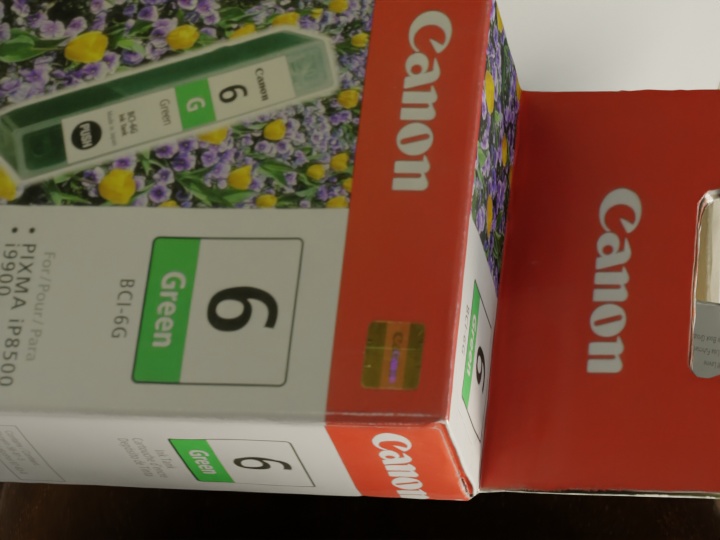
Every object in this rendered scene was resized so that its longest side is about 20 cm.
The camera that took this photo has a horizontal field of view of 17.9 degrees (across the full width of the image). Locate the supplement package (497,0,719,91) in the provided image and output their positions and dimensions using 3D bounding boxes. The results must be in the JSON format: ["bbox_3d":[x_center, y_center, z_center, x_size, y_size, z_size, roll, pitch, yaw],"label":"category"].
[{"bbox_3d":[0.031,-0.078,0.674,0.200,0.117,0.117,95,-28,-59],"label":"supplement package"}]

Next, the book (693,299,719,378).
[{"bbox_3d":[0.083,0.108,0.657,0.133,0.048,0.201,-170,-93,-65],"label":"book"}]

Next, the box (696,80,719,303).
[{"bbox_3d":[0.089,-0.083,0.780,0.200,0.032,0.122,-115,-165,-49],"label":"box"}]

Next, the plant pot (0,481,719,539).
[{"bbox_3d":[-0.007,0.134,0.622,0.201,0.186,0.187,97,5,-46],"label":"plant pot"}]

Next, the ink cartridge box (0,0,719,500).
[{"bbox_3d":[-0.005,-0.007,0.518,0.050,0.199,0.110,65,29,-61],"label":"ink cartridge box"}]
